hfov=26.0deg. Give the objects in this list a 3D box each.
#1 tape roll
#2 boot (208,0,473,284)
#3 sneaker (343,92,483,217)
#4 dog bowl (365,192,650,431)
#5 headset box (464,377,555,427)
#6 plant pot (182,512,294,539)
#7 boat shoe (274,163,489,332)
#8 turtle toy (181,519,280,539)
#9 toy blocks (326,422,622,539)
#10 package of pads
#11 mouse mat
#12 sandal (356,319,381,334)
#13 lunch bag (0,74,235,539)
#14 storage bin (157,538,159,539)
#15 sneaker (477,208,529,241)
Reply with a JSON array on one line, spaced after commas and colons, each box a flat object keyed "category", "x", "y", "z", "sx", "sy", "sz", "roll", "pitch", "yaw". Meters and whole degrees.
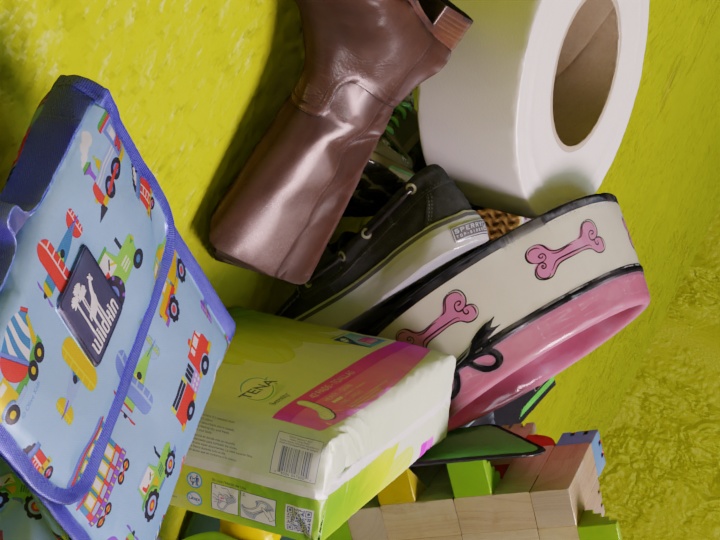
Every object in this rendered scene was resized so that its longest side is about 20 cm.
[{"category": "tape roll", "x": 0.114, "y": -0.135, "z": 0.995, "sx": 0.202, "sy": 0.071, "sz": 0.203, "roll": -36, "pitch": 134, "yaw": -48}, {"category": "boot", "x": -0.042, "y": -0.081, "z": 0.847, "sx": 0.186, "sy": 0.064, "sz": 0.200, "roll": 17, "pitch": 113, "yaw": -52}, {"category": "sneaker", "x": 0.015, "y": -0.082, "z": 1.023, "sx": 0.200, "sy": 0.077, "sz": 0.089, "roll": 8, "pitch": 72, "yaw": -65}, {"category": "dog bowl", "x": 0.100, "y": 0.034, "z": 1.017, "sx": 0.200, "sy": 0.074, "sz": 0.200, "roll": -30, "pitch": 167, "yaw": -8}, {"category": "headset box", "x": 0.063, "y": 0.090, "z": 1.245, "sx": 0.174, "sy": 0.093, "sz": 0.200, "roll": -46, "pitch": 153, "yaw": -17}, {"category": "plant pot", "x": -0.056, "y": 0.235, "z": 1.118, "sx": 0.141, "sy": 0.141, "sz": 0.200, "roll": -41, "pitch": 140, "yaw": -51}, {"category": "boat shoe", "x": 0.000, "y": 0.000, "z": 0.984, "sx": 0.200, "sy": 0.057, "sz": 0.069, "roll": -34, "pitch": 168, "yaw": 39}, {"category": "turtle toy", "x": -0.109, "y": 0.231, "z": 0.956, "sx": 0.200, "sy": 0.101, "sz": 0.146, "roll": -16, "pitch": 123, "yaw": -14}, {"category": "toy blocks", "x": 0.086, "y": 0.148, "z": 1.047, "sx": 0.137, "sy": 0.200, "sz": 0.100, "roll": -40, "pitch": 119, "yaw": -65}, {"category": "package of pads", "x": -0.051, "y": 0.078, "z": 0.880, "sx": 0.200, "sy": 0.154, "sz": 0.068, "roll": -24, "pitch": 123, "yaw": -66}, {"category": "mouse mat", "x": 0.005, "y": 0.116, "z": 0.991, "sx": 0.161, "sy": 0.200, "sz": 0.008, "roll": 180, "pitch": -96, "yaw": -83}, {"category": "sandal", "x": 0.014, "y": 0.044, "z": 1.128, "sx": 0.200, "sy": 0.080, "sz": 0.054, "roll": -55, "pitch": 142, "yaw": -10}, {"category": "lunch bag", "x": -0.130, "y": 0.027, "z": 0.647, "sx": 0.200, "sy": 0.094, "sz": 0.151, "roll": 82, "pitch": 22, "yaw": -57}, {"category": "storage bin", "x": -0.160, "y": 0.211, "z": 0.795, "sx": 0.200, "sy": 0.146, "sz": 0.134, "roll": -54, "pitch": 132, "yaw": -28}, {"category": "sneaker", "x": 0.128, "y": -0.065, "z": 1.315, "sx": 0.090, "sy": 0.075, "sz": 0.200, "roll": -31, "pitch": 144, "yaw": -51}]
